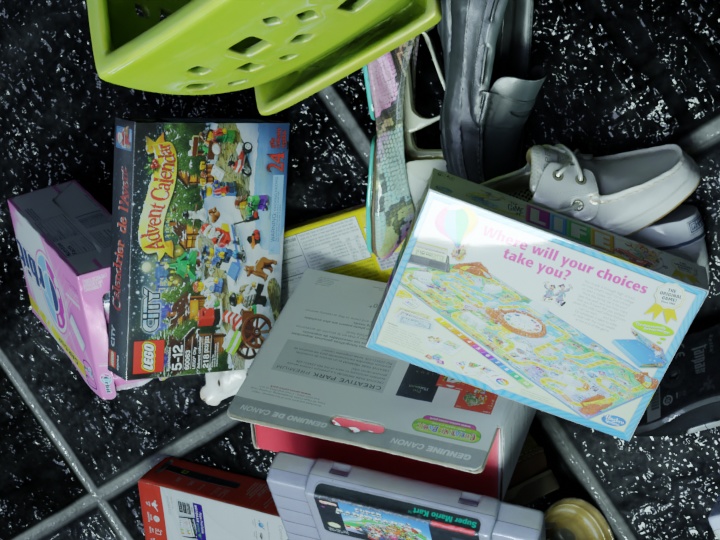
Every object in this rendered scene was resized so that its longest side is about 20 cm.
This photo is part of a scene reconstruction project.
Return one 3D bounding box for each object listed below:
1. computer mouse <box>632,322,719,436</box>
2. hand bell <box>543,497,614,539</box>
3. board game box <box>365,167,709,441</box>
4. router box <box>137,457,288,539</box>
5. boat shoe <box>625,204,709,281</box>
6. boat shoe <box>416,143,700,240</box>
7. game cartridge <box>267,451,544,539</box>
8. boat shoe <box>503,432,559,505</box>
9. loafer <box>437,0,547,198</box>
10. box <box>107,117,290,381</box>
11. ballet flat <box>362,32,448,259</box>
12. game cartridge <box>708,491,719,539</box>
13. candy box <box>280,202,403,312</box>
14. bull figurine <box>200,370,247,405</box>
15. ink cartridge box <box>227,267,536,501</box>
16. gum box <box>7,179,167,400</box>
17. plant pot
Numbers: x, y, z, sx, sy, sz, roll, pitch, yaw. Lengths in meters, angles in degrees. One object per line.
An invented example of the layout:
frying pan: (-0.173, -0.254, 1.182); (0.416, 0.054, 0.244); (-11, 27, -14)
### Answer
computer mouse: (0.260, 0.097, 1.065); (0.200, 0.141, 0.046); (-29, 134, 33)
hand bell: (0.103, 0.246, 1.256); (0.200, 0.104, 0.104); (-15, 104, 47)
board game box: (0.119, 0.026, 1.046); (0.199, 0.034, 0.135); (20, 121, -3)
router box: (-0.111, 0.286, 1.413); (0.179, 0.049, 0.201); (9, 116, 28)
boat shoe: (0.154, 0.001, 1.105); (0.199, 0.074, 0.066); (-7, 106, 33)
boat shoe: (0.134, -0.054, 1.055); (0.199, 0.071, 0.070); (-19, 116, 8)
game cartridge: (0.036, 0.193, 1.108); (0.199, 0.039, 0.130); (11, 151, 16)
boat shoe: (0.076, 0.180, 1.246); (0.200, 0.072, 0.068); (-32, 79, 37)
loafer: (0.097, -0.131, 1.081); (0.070, 0.068, 0.202); (10, 114, 35)
box: (-0.127, -0.019, 1.197); (0.038, 0.136, 0.201); (18, 108, 54)
ballet flat: (0.035, -0.106, 1.124); (0.071, 0.069, 0.201); (-1, 101, 9)
game cartridge: (0.336, 0.117, 1.015); (0.200, 0.130, 0.038); (-25, 98, 36)
candy box: (0.000, 0.000, 1.227); (0.199, 0.026, 0.103); (-15, 101, 35)
bull figurine: (-0.141, 0.012, 1.289); (0.121, 0.065, 0.201); (10, 112, 37)
ink cartridge box: (0.022, 0.097, 1.141); (0.199, 0.176, 0.084); (11, 131, 18)
gum box: (-0.228, 0.014, 1.281); (0.200, 0.066, 0.114); (37, 140, 53)
plant pot: (-0.060, -0.229, 1.034); (0.199, 0.181, 0.201); (-25, 63, 36)
